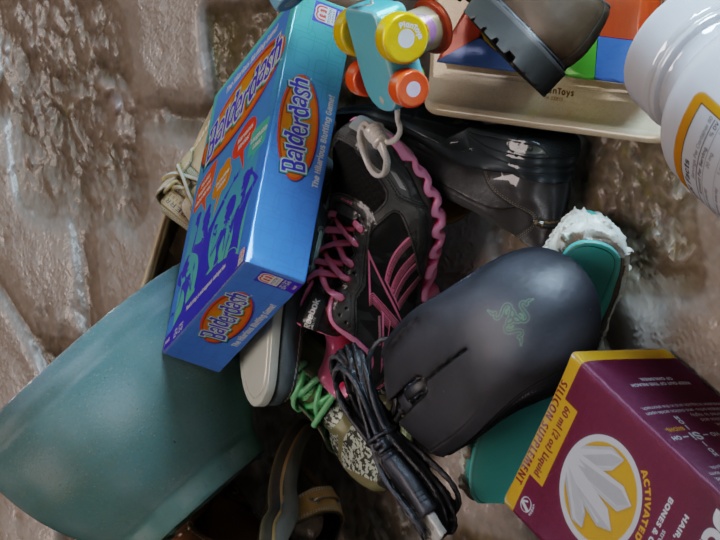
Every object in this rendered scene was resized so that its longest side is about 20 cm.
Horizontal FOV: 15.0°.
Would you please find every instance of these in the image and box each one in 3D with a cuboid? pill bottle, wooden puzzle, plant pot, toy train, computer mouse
[{"bbox_3d":[0.233,-0.068,1.485,0.200,0.111,0.111,48,125,37],"label":"pill bottle"},{"bbox_3d":[0.117,-0.185,1.636,0.184,0.046,0.201,10,97,34],"label":"wooden puzzle"},{"bbox_3d":[-0.149,0.110,1.836,0.134,0.200,0.200,49,131,2],"label":"plant pot"},{"bbox_3d":[-0.007,-0.163,1.647,0.201,0.055,0.150,59,157,19],"label":"toy train"},{"bbox_3d":[0.060,0.063,1.631,0.200,0.053,0.139,-42,70,33],"label":"computer mouse"}]

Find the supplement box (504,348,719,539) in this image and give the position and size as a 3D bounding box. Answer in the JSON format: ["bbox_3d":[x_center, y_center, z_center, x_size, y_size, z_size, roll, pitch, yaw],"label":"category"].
[{"bbox_3d":[0.187,0.145,1.561,0.200,0.085,0.111,44,122,39],"label":"supplement box"}]

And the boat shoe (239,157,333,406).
[{"bbox_3d":[-0.038,0.003,1.789,0.073,0.061,0.201,127,153,-50],"label":"boat shoe"}]

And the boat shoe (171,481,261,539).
[{"bbox_3d":[-0.115,0.174,1.925,0.199,0.072,0.068,12,101,48],"label":"boat shoe"}]

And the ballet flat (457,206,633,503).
[{"bbox_3d":[0.114,0.050,1.675,0.072,0.071,0.201,43,120,40],"label":"ballet flat"}]

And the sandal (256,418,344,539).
[{"bbox_3d":[-0.039,0.168,1.791,0.200,0.054,0.082,-77,-1,-68],"label":"sandal"}]

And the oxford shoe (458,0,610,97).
[{"bbox_3d":[0.075,-0.196,1.609,0.084,0.073,0.200,-43,67,6],"label":"oxford shoe"}]

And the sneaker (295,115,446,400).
[{"bbox_3d":[0.000,0.000,1.723,0.079,0.095,0.201,32,140,44],"label":"sneaker"}]

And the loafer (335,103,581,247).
[{"bbox_3d":[0.053,-0.064,1.728,0.200,0.073,0.073,18,109,49],"label":"loafer"}]

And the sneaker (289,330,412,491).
[{"bbox_3d":[-0.039,0.070,1.821,0.200,0.088,0.077,55,129,33],"label":"sneaker"}]

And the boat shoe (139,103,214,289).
[{"bbox_3d":[-0.108,-0.046,1.918,0.072,0.065,0.201,39,119,42],"label":"boat shoe"}]

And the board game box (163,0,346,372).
[{"bbox_3d":[-0.065,-0.056,1.748,0.152,0.045,0.201,134,151,-56],"label":"board game box"}]
